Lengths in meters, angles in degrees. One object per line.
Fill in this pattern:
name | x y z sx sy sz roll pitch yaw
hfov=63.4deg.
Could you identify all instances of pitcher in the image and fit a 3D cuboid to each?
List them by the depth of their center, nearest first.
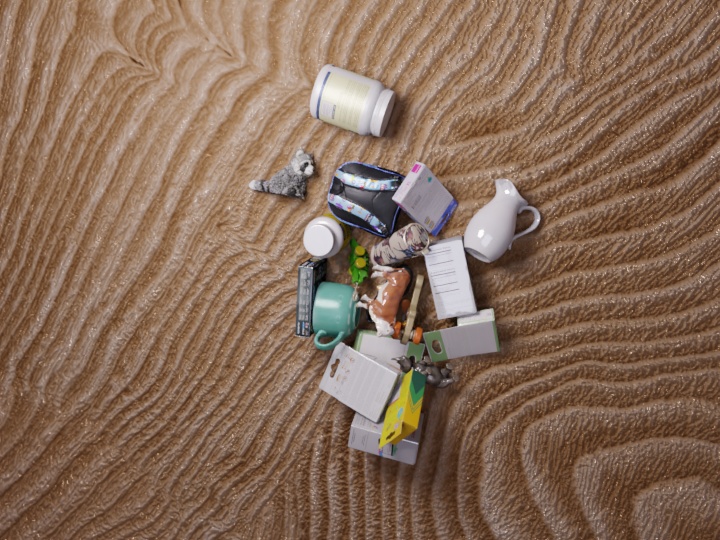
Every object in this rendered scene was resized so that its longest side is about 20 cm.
pitcher | 0.378 -0.113 1.549 0.171 0.121 0.201 33 83 -13

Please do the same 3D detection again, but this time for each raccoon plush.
raccoon plush | -0.222 -0.283 1.647 0.198 0.097 0.136 11 95 8

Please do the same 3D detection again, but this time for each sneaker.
sneaker | 0.082 0.074 1.655 0.076 0.091 0.201 33 103 5

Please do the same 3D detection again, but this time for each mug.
mug | -0.063 0.130 1.655 0.113 0.152 0.187 6 90 10

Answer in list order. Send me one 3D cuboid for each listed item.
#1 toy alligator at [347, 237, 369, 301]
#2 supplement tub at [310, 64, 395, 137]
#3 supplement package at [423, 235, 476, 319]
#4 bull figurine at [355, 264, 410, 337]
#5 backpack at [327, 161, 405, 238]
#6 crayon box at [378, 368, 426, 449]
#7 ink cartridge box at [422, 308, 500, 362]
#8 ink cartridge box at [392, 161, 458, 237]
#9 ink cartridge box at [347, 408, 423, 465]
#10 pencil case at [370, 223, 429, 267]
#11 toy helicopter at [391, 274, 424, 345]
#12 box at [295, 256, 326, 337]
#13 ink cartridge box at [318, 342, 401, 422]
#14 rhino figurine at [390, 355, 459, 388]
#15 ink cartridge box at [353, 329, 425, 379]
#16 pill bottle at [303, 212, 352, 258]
toy alligator | 0.000 0.000 1.644 0.054 0.202 0.059 11 148 -25
supplement tub | -0.020 -0.446 1.547 0.198 0.145 0.146 21 104 6
supplement package | 0.247 0.017 1.601 0.108 0.114 0.202 -12 98 12
bull figurine | 0.062 0.080 1.580 0.120 0.065 0.202 26 74 -8
backpack | 0.018 -0.201 1.591 0.198 0.135 0.185 19 104 6
crayon box | 0.115 0.386 1.592 0.050 0.201 0.127 28 137 -10
ink cartridge box | 0.281 0.184 1.624 0.198 0.048 0.146 -10 135 12
ink cartridge box | 0.176 -0.185 1.555 0.042 0.200 0.120 32 87 46
ink cartridge box | 0.077 0.463 1.695 0.198 0.145 0.085 13 114 7
pencil case | 0.104 -0.057 1.583 0.200 0.077 0.090 -27 82 58
toy helicopter | 0.147 0.111 1.644 0.078 0.132 0.202 15 85 4
box | -0.139 0.072 1.659 0.045 0.159 0.203 6 102 10
ink cartridge box | -0.002 0.312 1.661 0.199 0.050 0.164 28 105 19
rhino figurine | 0.176 0.285 1.659 0.198 0.060 0.088 20 143 -12
ink cartridge box | 0.075 0.259 1.708 0.198 0.048 0.147 9 103 -13
pill bottle | -0.092 -0.095 1.598 0.110 0.200 0.113 2 102 10
